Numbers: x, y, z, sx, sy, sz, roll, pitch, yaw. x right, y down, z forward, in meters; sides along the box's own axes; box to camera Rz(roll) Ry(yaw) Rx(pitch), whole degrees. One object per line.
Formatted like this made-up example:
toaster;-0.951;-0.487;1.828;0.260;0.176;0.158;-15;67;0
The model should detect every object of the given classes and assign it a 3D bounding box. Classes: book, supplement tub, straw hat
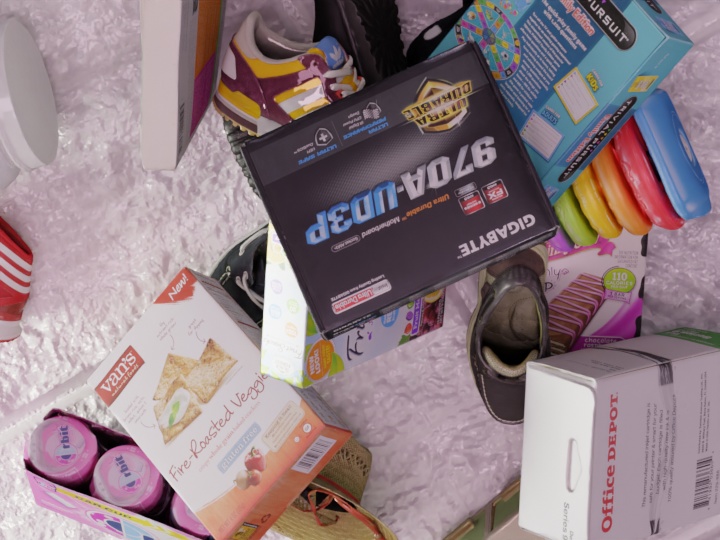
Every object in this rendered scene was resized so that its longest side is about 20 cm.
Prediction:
book;-0.141;-0.171;1.626;0.048;0.200;0.135;4;109;3
supplement tub;-0.364;-0.125;1.690;0.198;0.145;0.146;-13;107;9
straw hat;-0.036;0.175;1.789;0.200;0.201;0.086;26;68;-4

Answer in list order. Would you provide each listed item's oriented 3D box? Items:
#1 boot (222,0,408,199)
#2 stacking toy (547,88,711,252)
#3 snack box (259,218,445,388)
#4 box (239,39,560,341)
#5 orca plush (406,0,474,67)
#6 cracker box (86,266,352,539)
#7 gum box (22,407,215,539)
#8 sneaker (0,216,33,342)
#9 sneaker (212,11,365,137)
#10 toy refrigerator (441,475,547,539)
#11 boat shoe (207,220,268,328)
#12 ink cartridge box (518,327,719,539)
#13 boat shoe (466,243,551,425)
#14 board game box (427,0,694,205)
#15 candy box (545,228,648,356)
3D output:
boot;-0.046;-0.170;1.684;0.157;0.079;0.213;-14;91;27
stacking toy;0.172;-0.058;1.635;0.199;0.116;0.111;-24;91;17
snack box;0.000;0.000;1.675;0.053;0.199;0.144;16;112;34
box;0.029;-0.060;1.540;0.198;0.046;0.160;-24;81;0
orca plush;0.136;-0.177;1.668;0.198;0.071;0.106;6;109;3
cracker box;-0.120;0.113;1.697;0.134;0.058;0.200;-49;62;9
gum box;-0.197;0.194;1.784;0.198;0.114;0.067;21;69;5
sneaker;-0.380;-0.018;1.776;0.198;0.078;0.117;15;101;-13
sneaker;-0.019;-0.131;1.602;0.198;0.075;0.091;24;116;8
toy refrigerator;0.148;0.225;1.802;0.070;0.076;0.200;44;107;-10
boat shoe;-0.075;-0.005;1.751;0.075;0.060;0.200;38;108;-8
ink cartridge box;0.227;0.135;1.672;0.084;0.199;0.148;14;107;48
boat shoe;0.120;0.060;1.660;0.071;0.066;0.202;5;132;5
board game box;0.140;-0.155;1.583;0.200;0.047;0.151;-49;62;24
candy box;0.174;0.006;1.733;0.135;0.061;0.202;2;108;4
